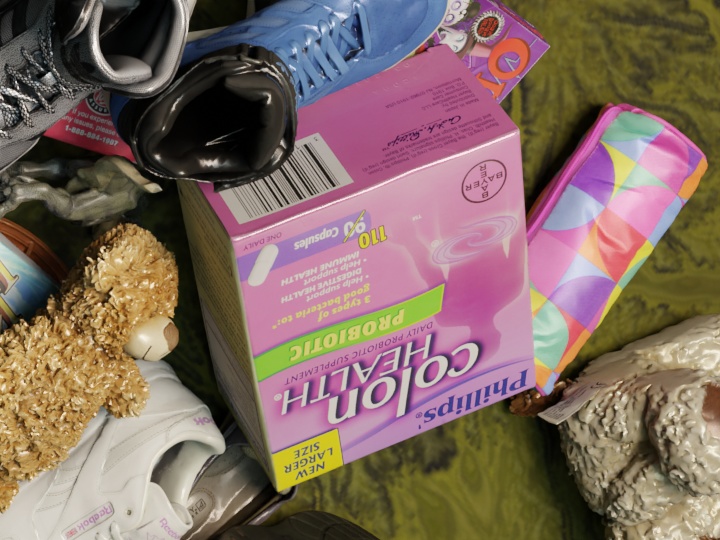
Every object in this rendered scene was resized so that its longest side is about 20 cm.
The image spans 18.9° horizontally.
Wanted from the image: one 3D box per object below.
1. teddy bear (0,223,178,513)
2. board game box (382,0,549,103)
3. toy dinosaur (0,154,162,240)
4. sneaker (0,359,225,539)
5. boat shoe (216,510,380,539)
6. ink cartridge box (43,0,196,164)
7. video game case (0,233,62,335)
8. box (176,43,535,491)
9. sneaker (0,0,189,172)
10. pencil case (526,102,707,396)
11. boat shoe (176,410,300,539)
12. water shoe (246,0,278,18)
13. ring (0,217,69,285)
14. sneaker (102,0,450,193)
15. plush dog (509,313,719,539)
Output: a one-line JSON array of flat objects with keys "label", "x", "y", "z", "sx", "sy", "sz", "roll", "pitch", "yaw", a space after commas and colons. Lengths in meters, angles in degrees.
[{"label": "teddy bear", "x": -0.170, "y": 0.067, "z": 1.206, "sx": 0.199, "sy": 0.067, "sz": 0.145, "roll": -38, "pitch": 147, "yaw": -9}, {"label": "board game box", "x": 0.006, "y": -0.089, "z": 1.265, "sx": 0.200, "sy": 0.032, "sz": 0.120, "roll": -49, "pitch": 138, "yaw": 14}, {"label": "toy dinosaur", "x": -0.158, "y": -0.046, "z": 1.200, "sx": 0.087, "sy": 0.200, "sz": 0.048, "roll": 3, "pitch": 86, "yaw": -8}, {"label": "sneaker", "x": -0.161, "y": 0.148, "z": 1.283, "sx": 0.200, "sy": 0.099, "sz": 0.075, "roll": -52, "pitch": 145, "yaw": -3}, {"label": "boat shoe", "x": -0.041, "y": 0.200, "z": 1.346, "sx": 0.199, "sy": 0.076, "sz": 0.074, "roll": 9, "pitch": 116, "yaw": -56}, {"label": "ink cartridge box", "x": -0.165, "y": -0.180, "z": 1.202, "sx": 0.144, "sy": 0.083, "sz": 0.202, "roll": 17, "pitch": 97, "yaw": -27}, {"label": "video game case", "x": -0.294, "y": 0.032, "z": 1.204, "sx": 0.181, "sy": 0.045, "sz": 0.200, "roll": 42, "pitch": 85, "yaw": -29}, {"label": "box", "x": 0.000, "y": 0.000, "z": 1.247, "sx": 0.175, "sy": 0.097, "sz": 0.201, "roll": -21, "pitch": 134, "yaw": -15}, {"label": "sneaker", "x": -0.163, "y": -0.103, "z": 1.114, "sx": 0.200, "sy": 0.114, "sz": 0.076, "roll": -46, "pitch": 118, "yaw": -5}, {"label": "pencil case", "x": 0.138, "y": -0.014, "z": 1.390, "sx": 0.088, "sy": 0.088, "sz": 0.201, "roll": 38, "pitch": 85, "yaw": -28}, {"label": "boat shoe", "x": -0.060, "y": 0.116, "z": 1.343, "sx": 0.200, "sy": 0.065, "sz": 0.072, "roll": -41, "pitch": 115, "yaw": -10}, {"label": "water shoe", "x": -0.033, "y": -0.192, "z": 1.262, "sx": 0.071, "sy": 0.079, "sz": 0.202, "roll": -14, "pitch": 110, "yaw": -21}, {"label": "ring", "x": -0.249, "y": 0.062, "z": 1.268, "sx": 0.199, "sy": 0.019, "sz": 0.202, "roll": -7, "pitch": 108, "yaw": -22}, {"label": "sneaker", "x": -0.035, "y": -0.104, "z": 1.147, "sx": 0.198, "sy": 0.111, "sz": 0.077, "roll": -18, "pitch": 121, "yaw": -7}, {"label": "plush dog", "x": 0.194, "y": 0.142, "z": 1.427, "sx": 0.159, "sy": 0.200, "sz": 0.173, "roll": -14, "pitch": 103, "yaw": 15}]
